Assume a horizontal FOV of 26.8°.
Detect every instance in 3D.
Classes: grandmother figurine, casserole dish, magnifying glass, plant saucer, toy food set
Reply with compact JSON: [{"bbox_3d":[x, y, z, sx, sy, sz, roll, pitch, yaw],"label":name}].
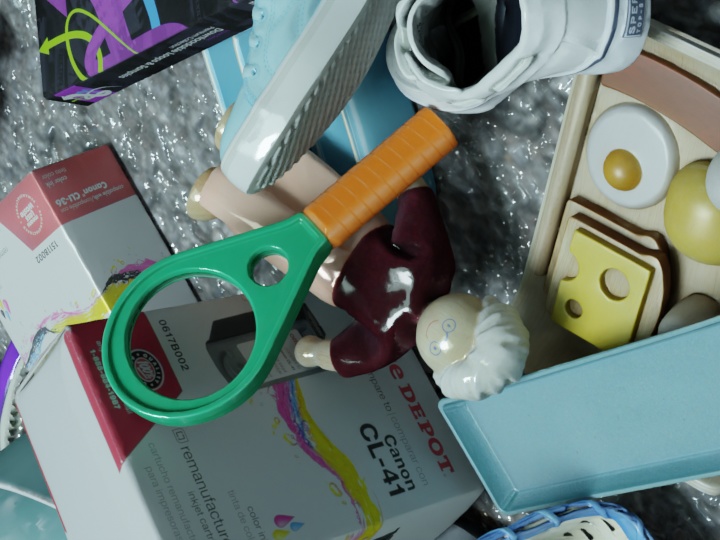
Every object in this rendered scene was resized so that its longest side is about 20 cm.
[{"bbox_3d":[0.000,0.000,0.747,0.200,0.060,0.122,35,120,27],"label":"grandmother figurine"},{"bbox_3d":[-0.031,-0.089,0.807,0.121,0.039,0.201,-8,105,45],"label":"casserole dish"},{"bbox_3d":[-0.036,-0.005,0.712,0.080,0.200,0.022,46,174,22],"label":"magnifying glass"},{"bbox_3d":[0.116,0.069,0.701,0.200,0.019,0.070,-24,98,53],"label":"plant saucer"},{"bbox_3d":[0.130,-0.012,0.677,0.143,0.060,0.201,31,128,28],"label":"toy food set"}]

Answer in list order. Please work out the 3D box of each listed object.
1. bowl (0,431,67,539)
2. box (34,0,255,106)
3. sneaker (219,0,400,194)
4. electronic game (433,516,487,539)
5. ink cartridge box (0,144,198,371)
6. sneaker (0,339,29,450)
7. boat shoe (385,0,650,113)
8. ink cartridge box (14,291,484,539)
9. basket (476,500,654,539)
[{"bbox_3d":[-0.122,0.140,0.878,0.200,0.105,0.201,23,151,14],"label":"bowl"},{"bbox_3d":[-0.112,-0.184,0.807,0.199,0.036,0.144,-15,78,45],"label":"box"},{"bbox_3d":[-0.026,-0.136,0.704,0.082,0.074,0.201,29,90,12],"label":"sneaker"},{"bbox_3d":[0.057,0.233,0.876,0.200,0.041,0.201,23,121,44],"label":"electronic game"},{"bbox_3d":[-0.164,0.037,0.970,0.116,0.067,0.201,-34,86,46],"label":"ink cartridge box"},{"bbox_3d":[-0.257,0.097,1.086,0.099,0.069,0.201,39,131,26],"label":"sneaker"},{"bbox_3d":[0.047,-0.108,0.665,0.200,0.065,0.074,171,92,-67],"label":"boat shoe"},{"bbox_3d":[-0.056,0.092,0.782,0.086,0.199,0.148,-49,62,45],"label":"ink cartridge box"},{"bbox_3d":[0.092,0.182,0.688,0.140,0.176,0.200,64,158,13],"label":"basket"}]
